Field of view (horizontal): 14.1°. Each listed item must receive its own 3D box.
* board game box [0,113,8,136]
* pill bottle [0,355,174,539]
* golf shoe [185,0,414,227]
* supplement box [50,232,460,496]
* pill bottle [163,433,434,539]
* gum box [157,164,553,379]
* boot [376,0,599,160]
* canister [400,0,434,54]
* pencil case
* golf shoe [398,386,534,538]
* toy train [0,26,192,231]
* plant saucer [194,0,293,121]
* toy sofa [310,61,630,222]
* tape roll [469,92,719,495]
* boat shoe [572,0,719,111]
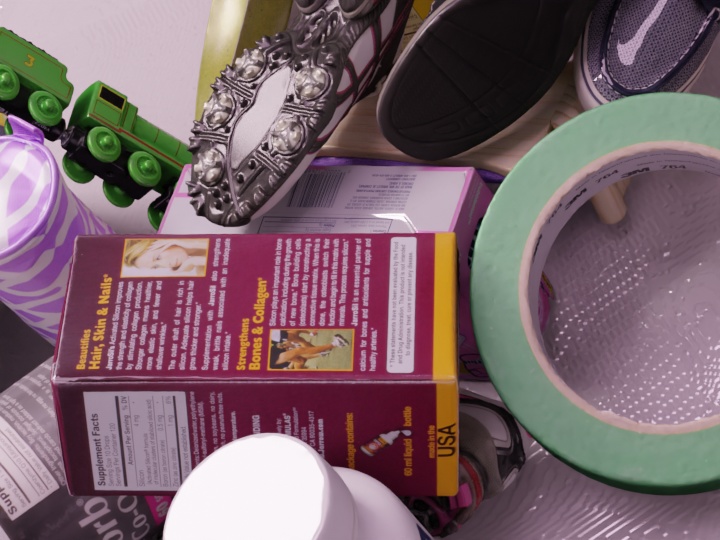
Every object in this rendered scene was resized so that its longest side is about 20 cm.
[{"bbox_3d":[-0.252,0.000,1.726,0.165,0.056,0.201,-44,26,60],"label":"board game box"},{"bbox_3d":[-0.170,0.119,1.562,0.200,0.117,0.116,-36,45,-17],"label":"pill bottle"},{"bbox_3d":[-0.019,-0.104,1.575,0.077,0.088,0.201,24,81,35],"label":"golf shoe"},{"bbox_3d":[-0.049,0.047,1.470,0.199,0.086,0.111,0,42,2],"label":"supplement box"},{"bbox_3d":[-0.011,0.166,1.426,0.119,0.200,0.120,-16,51,21],"label":"pill bottle"},{"bbox_3d":[0.000,0.000,1.597,0.199,0.114,0.066,2,59,32],"label":"gum box"},{"bbox_3d":[0.077,-0.157,1.579,0.204,0.073,0.154,-51,18,7],"label":"boot"},{"bbox_3d":[0.019,-0.219,1.685,0.086,0.200,0.149,-12,53,24],"label":"canister"},{"bbox_3d":[-0.163,-0.004,1.646,0.084,0.200,0.086,29,80,29],"label":"pencil case"},{"bbox_3d":[0.006,0.087,1.573,0.199,0.073,0.092,13,36,40],"label":"golf shoe"},{"bbox_3d":[-0.145,-0.075,1.695,0.042,0.200,0.057,-35,33,44],"label":"toy train"},{"bbox_3d":[-0.062,-0.172,1.740,0.031,0.200,0.201,13,56,-9],"label":"plant saucer"},{"bbox_3d":[0.050,-0.070,1.628,0.199,0.083,0.098,5,54,33],"label":"toy sofa"},{"bbox_3d":[0.156,0.012,1.480,0.199,0.048,0.202,-2,79,9],"label":"tape roll"},{"bbox_3d":[0.174,-0.173,1.539,0.074,0.093,0.201,24,67,2],"label":"boat shoe"}]
